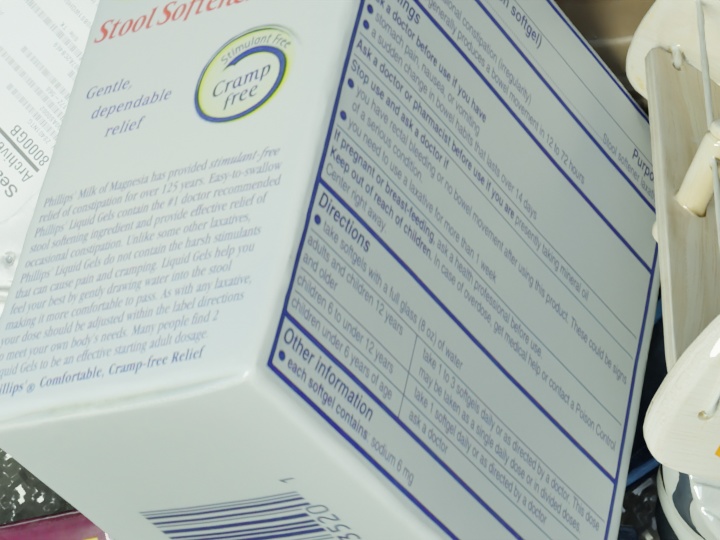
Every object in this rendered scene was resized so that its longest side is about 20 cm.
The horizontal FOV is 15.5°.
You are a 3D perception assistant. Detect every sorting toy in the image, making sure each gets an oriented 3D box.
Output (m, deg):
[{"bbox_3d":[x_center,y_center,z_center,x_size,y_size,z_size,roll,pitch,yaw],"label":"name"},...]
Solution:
[{"bbox_3d":[0.160,-0.053,0.735,0.106,0.201,0.181,23,123,-12],"label":"sorting toy"}]

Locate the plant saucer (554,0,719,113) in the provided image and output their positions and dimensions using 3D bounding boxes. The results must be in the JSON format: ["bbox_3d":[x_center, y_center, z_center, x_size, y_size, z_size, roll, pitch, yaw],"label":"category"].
[{"bbox_3d":[0.093,-0.150,0.890,0.199,0.029,0.202,-8,69,22],"label":"plant saucer"}]

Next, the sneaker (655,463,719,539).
[{"bbox_3d":[0.160,0.110,0.837,0.199,0.130,0.080,44,88,-7],"label":"sneaker"}]

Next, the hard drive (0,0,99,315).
[{"bbox_3d":[-0.106,-0.084,0.937,0.200,0.038,0.140,-44,84,1],"label":"hard drive"}]

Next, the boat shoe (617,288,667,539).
[{"bbox_3d":[0.071,0.078,0.886,0.200,0.084,0.069,-42,98,-6],"label":"boat shoe"}]

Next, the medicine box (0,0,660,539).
[{"bbox_3d":[0.000,0.000,0.794,0.102,0.182,0.201,-11,51,33],"label":"medicine box"}]

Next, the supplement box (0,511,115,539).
[{"bbox_3d":[-0.127,0.151,0.856,0.199,0.103,0.132,-12,85,24],"label":"supplement box"}]
